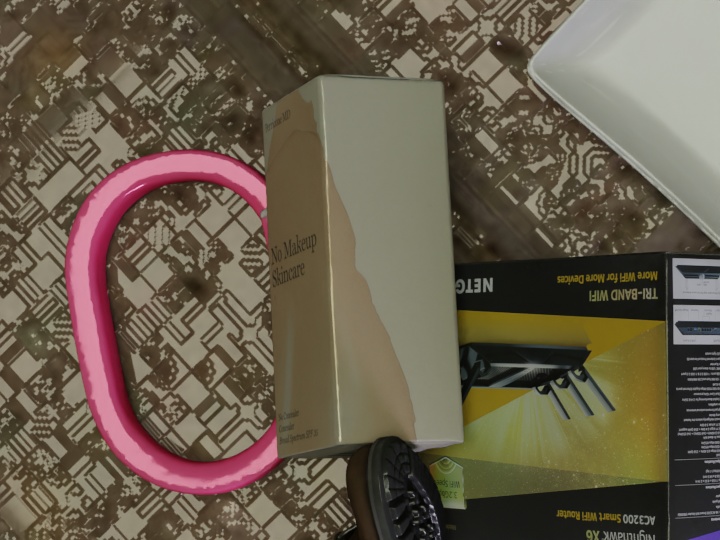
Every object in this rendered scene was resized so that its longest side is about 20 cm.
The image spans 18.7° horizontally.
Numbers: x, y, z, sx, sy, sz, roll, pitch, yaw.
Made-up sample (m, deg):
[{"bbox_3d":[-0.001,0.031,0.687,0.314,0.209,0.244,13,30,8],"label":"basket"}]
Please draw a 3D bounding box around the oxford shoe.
[{"bbox_3d":[0.005,0.168,1.183,0.084,0.073,0.201,5,131,15],"label":"oxford shoe"}]

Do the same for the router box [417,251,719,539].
[{"bbox_3d":[0.110,0.072,1.167,0.200,0.052,0.158,-4,86,52],"label":"router box"}]

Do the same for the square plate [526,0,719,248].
[{"bbox_3d":[0.230,-0.121,1.231,0.198,0.028,0.200,43,94,8],"label":"square plate"}]

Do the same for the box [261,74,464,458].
[{"bbox_3d":[0.000,0.000,1.205,0.077,0.095,0.201,1,79,-24],"label":"box"}]

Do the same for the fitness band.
[{"bbox_3d":[-0.096,0.029,1.265,0.143,0.037,0.201,-12,85,7],"label":"fitness band"}]
